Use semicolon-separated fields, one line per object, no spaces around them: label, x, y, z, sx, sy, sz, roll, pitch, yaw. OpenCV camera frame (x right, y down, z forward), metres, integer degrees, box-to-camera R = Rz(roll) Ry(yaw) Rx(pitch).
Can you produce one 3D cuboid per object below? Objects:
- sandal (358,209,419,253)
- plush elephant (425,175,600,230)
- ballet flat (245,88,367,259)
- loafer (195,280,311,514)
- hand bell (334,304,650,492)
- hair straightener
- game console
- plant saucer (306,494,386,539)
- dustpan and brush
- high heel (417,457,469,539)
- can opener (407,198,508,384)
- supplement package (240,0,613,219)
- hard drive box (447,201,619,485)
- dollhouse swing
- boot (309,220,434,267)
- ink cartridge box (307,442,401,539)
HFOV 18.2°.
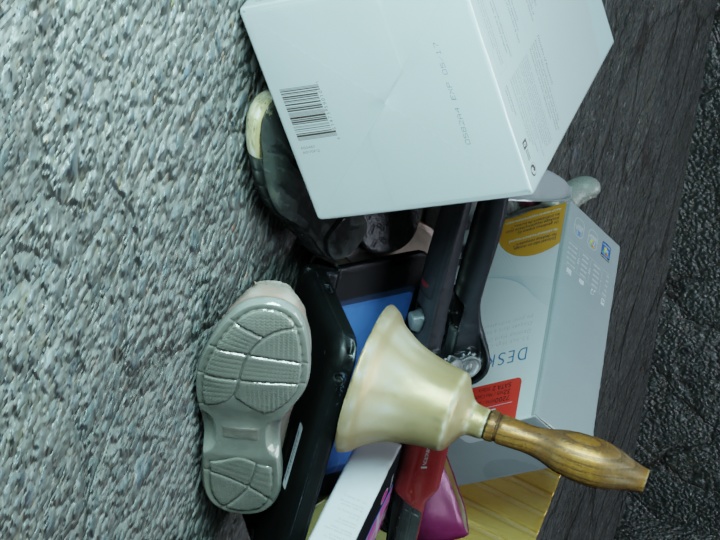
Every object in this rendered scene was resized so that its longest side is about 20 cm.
sandal;0.005;-0.111;1.567;0.075;0.045;0.201;-12;112;-30
plush elephant;0.140;-0.046;1.974;0.165;0.154;0.201;82;26;-59
ballet flat;-0.044;-0.063;1.477;0.066;0.057;0.200;-48;154;-10
loafer;-0.071;0.074;1.469;0.063;0.072;0.201;-83;-177;-47
hand bell;0.094;0.105;1.479;0.104;0.199;0.105;20;90;-81
hair straightener;0.035;0.153;1.630;0.077;0.041;0.201;-112;-159;-52
game console;-0.006;0.103;1.569;0.176;0.116;0.201;-117;-141;-60
plant saucer;-0.012;0.248;1.772;0.199;0.031;0.201;-18;121;-33
dustpan and brush;0.083;-0.063;1.792;0.200;0.139;0.058;35;56;-68
high heel;0.063;0.108;1.710;0.067;0.096;0.201;30;70;-59
can opener;0.064;0.008;1.590;0.063;0.079;0.201;-14;131;-30
supplement package;0.048;-0.153;1.410;0.200;0.150;0.152;-58;135;-51
hard drive box;0.114;0.061;1.798;0.077;0.155;0.201;39;49;-37
dollhouse swing;0.076;0.135;1.875;0.182;0.175;0.200;91;21;-47
boot;0.000;0.000;1.677;0.146;0.070;0.201;-57;157;-36
ink cartridge box;-0.027;0.212;1.527;0.095;0.037;0.200;101;15;-51
